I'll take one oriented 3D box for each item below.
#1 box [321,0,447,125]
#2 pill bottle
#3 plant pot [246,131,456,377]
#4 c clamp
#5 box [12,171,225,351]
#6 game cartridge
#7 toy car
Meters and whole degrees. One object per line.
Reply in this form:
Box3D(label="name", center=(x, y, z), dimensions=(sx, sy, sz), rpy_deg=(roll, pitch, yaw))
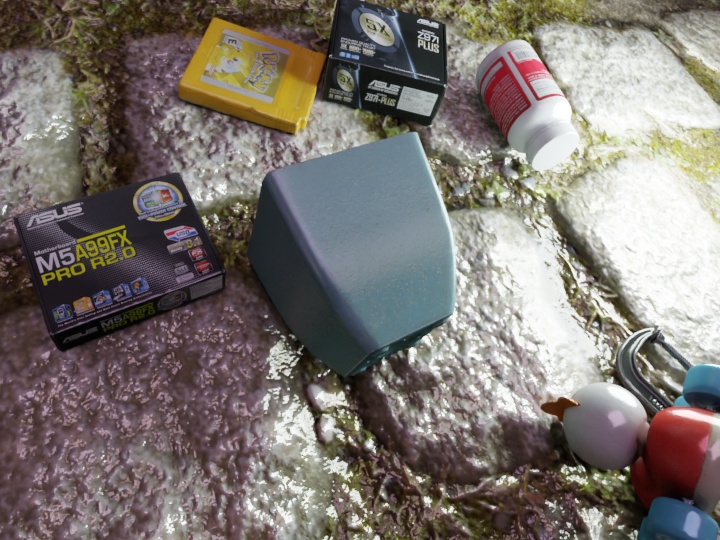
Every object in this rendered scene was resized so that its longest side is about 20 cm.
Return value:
Box3D(label="box", center=(0.041, -0.351, 0.903), dimensions=(0.194, 0.087, 0.168), rpy_deg=(11, 57, -8))
Box3D(label="pill bottle", center=(0.280, -0.275, 0.907), dimensions=(0.109, 0.113, 0.204), rpy_deg=(-11, 63, -20))
Box3D(label="plant pot", center=(0.000, 0.000, 0.625), dimensions=(0.192, 0.197, 0.204), rpy_deg=(-20, 74, -25))
Box3D(label="c clamp", center=(0.451, 0.153, 0.751), dimensions=(0.199, 0.027, 0.171), rpy_deg=(40, 63, 8))
Box3D(label="box", center=(-0.280, -0.019, 0.640), dimensions=(0.196, 0.045, 0.163), rpy_deg=(-21, 67, -25))
Box3D(label="game cartridge", center=(-0.165, -0.311, 0.856), dimensions=(0.194, 0.033, 0.180), rpy_deg=(14, 57, -5))
Box3D(label="toy car", center=(0.311, 0.198, 0.631), dimensions=(0.196, 0.178, 0.187), rpy_deg=(18, 66, 31))
